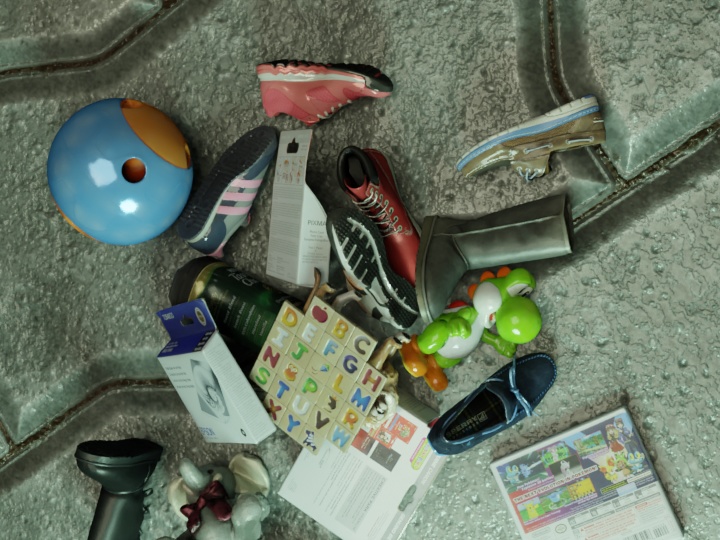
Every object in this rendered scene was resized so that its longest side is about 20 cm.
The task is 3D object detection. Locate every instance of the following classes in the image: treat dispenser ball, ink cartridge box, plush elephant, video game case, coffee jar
[{"bbox_3d":[-0.331,-0.136,1.669,0.199,0.201,0.203,1,92,17],"label":"treat dispenser ball"},{"bbox_3d":[-0.212,0.141,1.638,0.040,0.199,0.201,-32,97,-27],"label":"ink cartridge box"},{"bbox_3d":[-0.206,0.326,1.679,0.164,0.200,0.156,-30,60,3],"label":"plush elephant"},{"bbox_3d":[0.294,0.298,1.581,0.199,0.023,0.184,-26,84,18],"label":"video game case"},{"bbox_3d":[0.016,0.261,1.633,0.175,0.084,0.201,33,100,13],"label":"ink cartridge box"},{"bbox_3d":[-0.162,0.052,1.672,0.199,0.104,0.086,25,103,14],"label":"coffee jar"},{"bbox_3d":[-0.078,-0.085,1.618,0.047,0.160,0.202,5,93,-19],"label":"ink cartridge box"}]

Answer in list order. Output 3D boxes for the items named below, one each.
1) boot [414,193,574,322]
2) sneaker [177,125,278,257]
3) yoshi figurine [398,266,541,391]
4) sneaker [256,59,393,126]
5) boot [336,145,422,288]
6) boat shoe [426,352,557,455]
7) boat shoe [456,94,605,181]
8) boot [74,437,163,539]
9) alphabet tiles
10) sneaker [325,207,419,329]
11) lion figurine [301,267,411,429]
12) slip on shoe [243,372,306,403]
[{"bbox_3d":[0.174,-0.017,1.554,0.198,0.073,0.183,-1,54,15],"label":"boot"},{"bbox_3d":[-0.173,-0.109,1.699,0.070,0.082,0.201,33,82,43],"label":"sneaker"},{"bbox_3d":[0.156,0.084,1.579,0.200,0.112,0.112,-39,96,12],"label":"yoshi figurine"},{"bbox_3d":[-0.047,-0.240,1.656,0.198,0.074,0.088,8,108,21],"label":"sneaker"},{"bbox_3d":[0.026,-0.066,1.589,0.072,0.144,0.202,-22,87,14],"label":"boot"},{"bbox_3d":[0.179,0.176,1.549,0.200,0.069,0.084,-40,84,-16],"label":"boat shoe"},{"bbox_3d":[0.222,-0.156,1.562,0.199,0.072,0.073,-24,86,17],"label":"boat shoe"},{"bbox_3d":[-0.352,0.323,1.699,0.073,0.198,0.164,17,90,19],"label":"boot"},{"bbox_3d":[-0.057,0.136,1.539,0.166,0.006,0.201,36,121,16],"label":"alphabet tiles"},{"bbox_3d":[0.000,0.000,1.580,0.080,0.074,0.201,7,138,44],"label":"sneaker"},{"bbox_3d":[-0.018,0.102,1.550,0.200,0.072,0.123,43,109,5],"label":"lion figurine"},{"bbox_3d":[-0.107,0.156,1.649,0.199,0.075,0.061,-22,60,51],"label":"slip on shoe"}]
